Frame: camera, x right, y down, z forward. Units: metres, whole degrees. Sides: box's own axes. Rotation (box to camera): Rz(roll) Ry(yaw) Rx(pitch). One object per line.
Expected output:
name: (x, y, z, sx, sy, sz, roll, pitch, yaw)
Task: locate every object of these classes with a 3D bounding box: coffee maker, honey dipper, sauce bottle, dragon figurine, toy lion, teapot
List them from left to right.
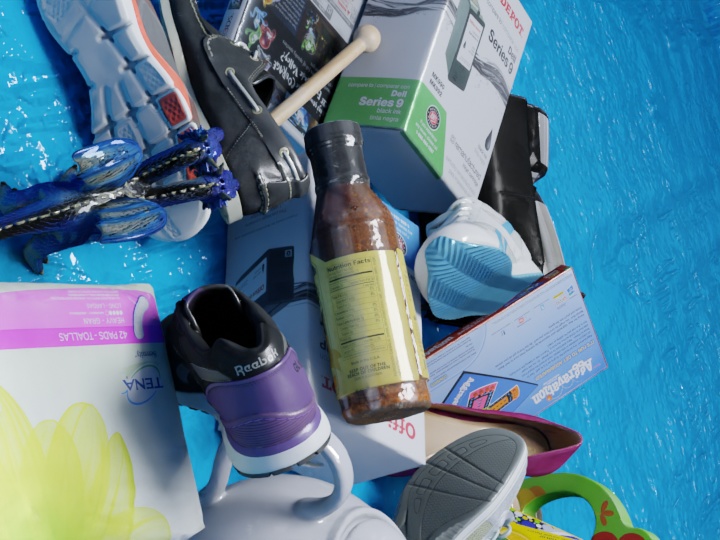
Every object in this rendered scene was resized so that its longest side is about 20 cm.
dragon figurine: (-0.152, -0.041, 0.764, 0.200, 0.099, 0.059, -25, 97, -57)
honey dipper: (-0.045, -0.131, 1.006, 0.200, 0.038, 0.038, -45, 116, -36)
teapot: (-0.022, 0.209, 0.817, 0.200, 0.145, 0.199, 34, 46, -49)
sauce bottle: (0.000, 0.000, 0.886, 0.066, 0.066, 0.202, 16, 60, -58)
coffee maker: (0.108, -0.060, 1.219, 0.192, 0.134, 0.202, 20, 57, -56)
toy lion: (0.196, 0.270, 1.132, 0.069, 0.190, 0.202, 30, 49, -52)

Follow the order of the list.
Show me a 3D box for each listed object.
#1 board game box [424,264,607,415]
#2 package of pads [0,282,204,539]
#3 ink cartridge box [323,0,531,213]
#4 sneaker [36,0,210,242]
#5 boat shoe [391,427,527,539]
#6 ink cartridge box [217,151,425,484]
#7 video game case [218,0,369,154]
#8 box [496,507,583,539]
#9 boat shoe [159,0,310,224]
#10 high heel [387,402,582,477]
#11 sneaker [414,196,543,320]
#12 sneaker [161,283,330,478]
board game box: (0.118, 0.088, 1.137, 0.199, 0.019, 0.104, -30, 108, -20)
package of pads: (-0.170, 0.087, 0.695, 0.199, 0.068, 0.156, 1, 74, -61)
ink cartridge box: (0.062, -0.170, 1.125, 0.146, 0.083, 0.202, 43, 59, -51)
sneaker: (-0.139, -0.120, 0.868, 0.082, 0.076, 0.202, -44, 116, -70)
boat shoe: (0.061, 0.206, 0.996, 0.202, 0.074, 0.065, -53, 137, -24)
ink cartridge box: (-0.025, 0.038, 0.966, 0.145, 0.083, 0.202, 33, 47, -46)
video game case: (-0.037, -0.190, 1.066, 0.200, 0.023, 0.184, 42, 60, -53)
box: (0.145, 0.248, 1.051, 0.070, 0.198, 0.065, -44, 153, -59)
boat shoe: (-0.093, -0.126, 0.918, 0.072, 0.067, 0.201, 82, -13, -63)
high heel: (0.079, 0.126, 1.053, 0.198, 0.096, 0.068, 12, 61, -34)
sneaker: (0.080, -0.014, 1.045, 0.081, 0.076, 0.200, 56, 13, 15)
sneaker: (-0.079, 0.039, 0.775, 0.075, 0.200, 0.088, -26, 114, -18)
